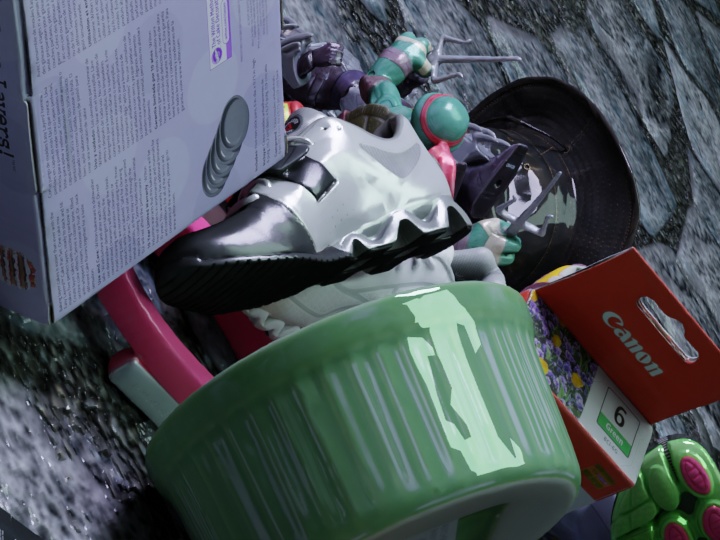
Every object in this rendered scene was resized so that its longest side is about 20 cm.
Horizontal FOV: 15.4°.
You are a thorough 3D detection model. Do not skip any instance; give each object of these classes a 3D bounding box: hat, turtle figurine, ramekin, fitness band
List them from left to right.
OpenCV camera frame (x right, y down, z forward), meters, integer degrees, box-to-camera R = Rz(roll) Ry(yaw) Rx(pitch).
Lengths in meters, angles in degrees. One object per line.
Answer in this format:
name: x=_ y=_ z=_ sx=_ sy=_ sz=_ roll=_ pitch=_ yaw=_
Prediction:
fitness band: x=-0.088 y=0.025 z=1.370 sx=0.200 sy=0.037 sz=0.144 roll=49 pitch=23 yaw=-41
ramekin: x=0.007 y=0.097 z=1.263 sx=0.200 sy=0.200 sz=0.098 roll=21 pitch=41 yaw=-63
turtle figurine: x=0.023 y=-0.066 z=1.539 sx=0.100 sy=0.200 sz=0.150 roll=0 pitch=72 yaw=-39
hat: x=0.082 y=-0.041 z=1.711 sx=0.081 sy=0.200 sz=0.201 roll=19 pitch=45 yaw=-42

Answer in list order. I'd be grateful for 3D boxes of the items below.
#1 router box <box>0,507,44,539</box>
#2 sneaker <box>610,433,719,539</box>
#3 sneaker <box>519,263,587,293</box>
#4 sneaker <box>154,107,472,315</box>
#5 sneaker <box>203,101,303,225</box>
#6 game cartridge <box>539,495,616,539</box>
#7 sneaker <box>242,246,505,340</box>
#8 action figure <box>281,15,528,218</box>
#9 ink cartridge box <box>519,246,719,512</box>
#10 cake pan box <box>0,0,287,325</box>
router box: x=-0.118 y=0.205 z=1.010 sx=0.150 sy=0.062 sz=0.201 roll=44 pitch=27 yaw=-44
sneaker: x=0.186 y=0.154 z=1.518 sx=0.200 sy=0.076 sz=0.084 roll=69 pitch=15 yaw=-47
sneaker: x=0.116 y=0.043 z=1.567 sx=0.075 sy=0.090 sz=0.200 roll=54 pitch=-2 yaw=3
sneaker: x=-0.037 y=-0.035 z=1.352 sx=0.200 sy=0.074 sz=0.089 roll=-15 pitch=78 yaw=-46
sneaker: x=-0.074 y=-0.079 z=1.468 sx=0.200 sy=0.085 sz=0.077 roll=51 pitch=22 yaw=-34
game cartridge: x=0.109 y=0.141 z=1.576 sx=0.133 sy=0.041 sz=0.200 roll=34 pitch=-13 yaw=22
sneaker: x=0.000 y=0.000 z=1.445 sx=0.200 sy=0.081 sz=0.075 roll=15 pitch=48 yaw=-49
action figure: x=0.007 y=-0.104 z=1.672 sx=0.130 sy=0.070 sz=0.200 roll=-1 pitch=36 yaw=-50
ink cartridge box: x=0.090 y=0.072 z=1.387 sx=0.109 sy=0.200 sz=0.050 roll=48 pitch=41 yaw=-20
cake pan box: x=-0.107 y=-0.102 z=1.212 sx=0.184 sy=0.052 sz=0.201 roll=-42 pitch=140 yaw=-43
